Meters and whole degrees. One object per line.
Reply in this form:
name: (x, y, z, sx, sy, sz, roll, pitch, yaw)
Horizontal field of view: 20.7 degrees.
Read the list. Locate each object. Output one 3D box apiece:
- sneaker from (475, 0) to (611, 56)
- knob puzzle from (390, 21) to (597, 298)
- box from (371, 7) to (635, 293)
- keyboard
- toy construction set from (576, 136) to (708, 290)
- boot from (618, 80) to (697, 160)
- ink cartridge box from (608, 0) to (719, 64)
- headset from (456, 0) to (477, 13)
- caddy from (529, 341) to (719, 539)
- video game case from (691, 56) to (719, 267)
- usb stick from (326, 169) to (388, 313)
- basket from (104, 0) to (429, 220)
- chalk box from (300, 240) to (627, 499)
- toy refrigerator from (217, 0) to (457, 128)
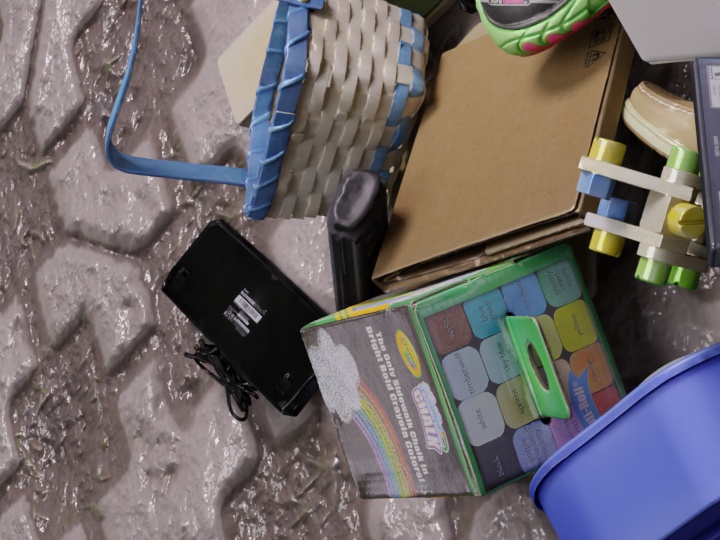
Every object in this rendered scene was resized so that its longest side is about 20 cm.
sneaker: (0.153, -0.211, 1.188, 0.200, 0.077, 0.084, -35, 91, 3)
knob puzzle: (0.094, -0.070, 1.330, 0.220, 0.030, 0.220, -11, 75, 46)
box: (0.094, -0.086, 1.230, 0.163, 0.021, 0.200, -19, 41, 40)
keyboard: (-0.086, 0.047, 1.526, 0.104, 0.040, 0.200, -49, 45, 2)
toy construction set: (0.214, -0.006, 1.021, 0.200, 0.131, 0.092, 38, 107, 39)
boot: (0.251, -0.114, 1.128, 0.200, 0.072, 0.155, 31, 108, 41)
ink cartridge box: (0.202, -0.233, 1.079, 0.084, 0.145, 0.200, 1, 44, 48)
headset: (0.133, -0.226, 1.299, 0.200, 0.094, 0.124, -23, 62, 28)
caddy: (0.188, 0.103, 1.115, 0.200, 0.141, 0.105, -43, 59, 35)
video game case: (0.271, -0.055, 0.992, 0.019, 0.200, 0.143, 88, -176, -46)
usb stick: (0.000, 0.000, 1.296, 0.033, 0.200, 0.055, 23, 66, 13)
basket: (-0.064, -0.120, 1.339, 0.139, 0.200, 0.176, -96, 20, -44)
chalk box: (0.074, 0.062, 1.204, 0.200, 0.124, 0.125, -14, 96, 61)
toy refrigerator: (-0.012, -0.178, 1.435, 0.200, 0.076, 0.070, -40, 56, 37)
